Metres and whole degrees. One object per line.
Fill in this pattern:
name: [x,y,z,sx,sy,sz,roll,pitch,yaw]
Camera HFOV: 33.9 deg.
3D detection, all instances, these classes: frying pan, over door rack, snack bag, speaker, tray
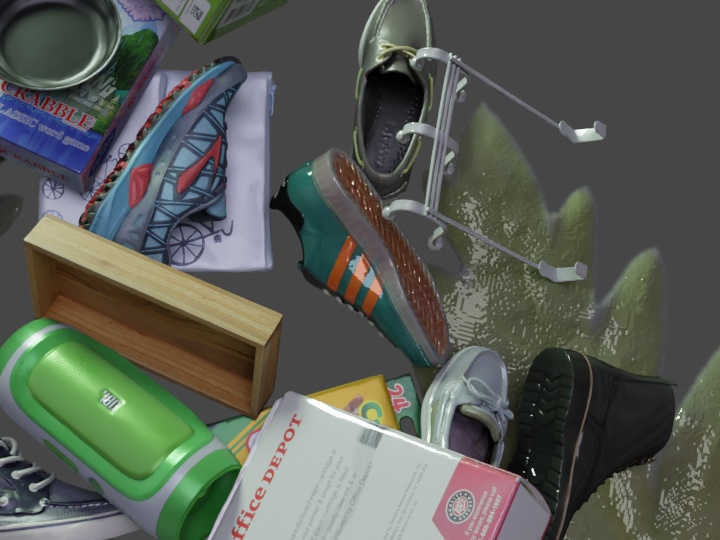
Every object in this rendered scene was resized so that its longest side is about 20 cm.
frying pan: [-0.266,-0.219,0.947,0.115,0.031,0.190,-26,72,-18]
over door rack: [0.110,-0.082,1.002,0.200,0.067,0.148,19,73,-31]
snack bag: [-0.168,-0.083,0.993,0.199,0.021,0.189,1,76,-9]
speaker: [-0.183,0.118,0.883,0.200,0.089,0.089,33,73,21]
tray: [-0.158,0.035,0.904,0.200,0.099,0.037,22,50,9]

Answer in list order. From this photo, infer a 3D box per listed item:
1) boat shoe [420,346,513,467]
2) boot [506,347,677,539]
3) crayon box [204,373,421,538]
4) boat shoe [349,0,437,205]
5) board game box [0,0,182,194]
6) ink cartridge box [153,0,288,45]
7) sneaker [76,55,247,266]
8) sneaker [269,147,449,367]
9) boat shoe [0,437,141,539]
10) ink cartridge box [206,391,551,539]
boat shoe: [0.083,0.141,0.929,0.074,0.065,0.202,44,48,-19]
boot: [0.190,0.171,0.967,0.138,0.077,0.201,12,97,-32]
crayon box: [-0.031,0.162,0.941,0.199,0.051,0.127,-16,79,-12]
boat shoe: [0.031,-0.158,1.021,0.072,0.060,0.202,11,76,-6]
board game box: [-0.271,-0.191,0.976,0.200,0.041,0.200,24,67,0]
ink cartridge box: [-0.150,-0.296,0.982,0.200,0.076,0.148,43,36,2]
sneaker: [-0.143,-0.081,0.960,0.095,0.079,0.200,37,76,-17]
sneaker: [0.000,0.000,0.981,0.080,0.071,0.200,-27,98,27]
boat shoe: [-0.260,0.162,0.892,0.199,0.075,0.093,-5,85,-9]
ink cartridge box: [0.009,0.187,0.824,0.200,0.083,0.147,16,72,33]
